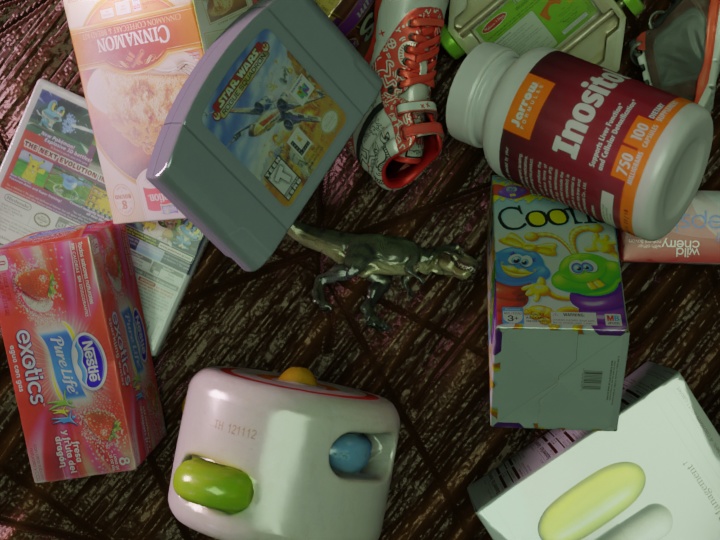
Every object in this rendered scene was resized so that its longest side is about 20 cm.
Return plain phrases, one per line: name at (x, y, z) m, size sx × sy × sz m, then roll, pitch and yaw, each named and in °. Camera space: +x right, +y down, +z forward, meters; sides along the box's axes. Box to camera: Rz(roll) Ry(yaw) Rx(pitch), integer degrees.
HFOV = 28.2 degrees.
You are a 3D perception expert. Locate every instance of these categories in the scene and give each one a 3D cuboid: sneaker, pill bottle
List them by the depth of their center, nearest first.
pill bottle at (0.172, -0.111, 1.153) m, size 0.199 × 0.113 × 0.114 m, roll 26°, pitch 91°, yaw 27°
sneaker at (0.046, -0.163, 1.189) m, size 0.108 × 0.067 × 0.202 m, roll 57°, pitch 134°, yaw 34°
sneaker at (0.266, -0.166, 1.229) m, size 0.081 × 0.077 × 0.202 m, roll 14°, pitch 71°, yaw 15°

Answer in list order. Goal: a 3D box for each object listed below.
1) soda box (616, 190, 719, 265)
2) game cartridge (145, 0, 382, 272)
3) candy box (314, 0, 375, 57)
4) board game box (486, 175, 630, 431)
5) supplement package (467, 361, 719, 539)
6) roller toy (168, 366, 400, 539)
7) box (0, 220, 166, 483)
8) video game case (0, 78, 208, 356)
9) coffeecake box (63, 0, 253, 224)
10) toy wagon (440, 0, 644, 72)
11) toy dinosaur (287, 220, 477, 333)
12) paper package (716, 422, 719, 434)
soda box at (0.317, -0.036, 1.229) m, size 0.197 × 0.070 × 0.064 m, roll 1°, pitch 91°, yaw 3°
game cartridge at (-0.075, -0.118, 1.111) m, size 0.133 × 0.041 × 0.201 m, roll 46°, pitch 66°, yaw -34°
candy box at (-0.014, -0.226, 1.220) m, size 0.056 × 0.117 × 0.201 m, roll 40°, pitch 92°, yaw 21°
board game box at (0.155, 0.022, 1.163) m, size 0.102 × 0.201 × 0.106 m, roll 2°, pitch 128°, yaw 3°
supplement package at (0.223, 0.214, 1.195) m, size 0.199 × 0.147 × 0.192 m, roll -34°, pitch 88°, yaw 1°
roller toy at (-0.062, 0.150, 1.194) m, size 0.180 × 0.200 × 0.142 m, roll 11°, pitch 89°, yaw -8°
box at (-0.239, 0.067, 1.223) m, size 0.093 × 0.103 × 0.203 m, roll -9°, pitch 98°, yaw 9°
video game case at (-0.234, -0.048, 1.282) m, size 0.198 × 0.023 × 0.184 m, roll 25°, pitch 91°, yaw 4°
coffeecake box at (-0.152, -0.147, 1.175) m, size 0.152 × 0.073 × 0.203 m, roll -3°, pitch 104°, yaw 40°
toy wagon at (0.138, -0.233, 1.225) m, size 0.155 × 0.040 × 0.200 m, roll -37°, pitch 102°, yaw 16°
toy dinosaur at (0.000, 0.000, 1.259) m, size 0.197 × 0.048 × 0.089 m, roll 14°, pitch 76°, yaw 3°
paper package at (0.394, 0.112, 1.161) m, size 0.103 × 0.200 × 0.191 m, roll 42°, pitch 93°, yaw 3°
